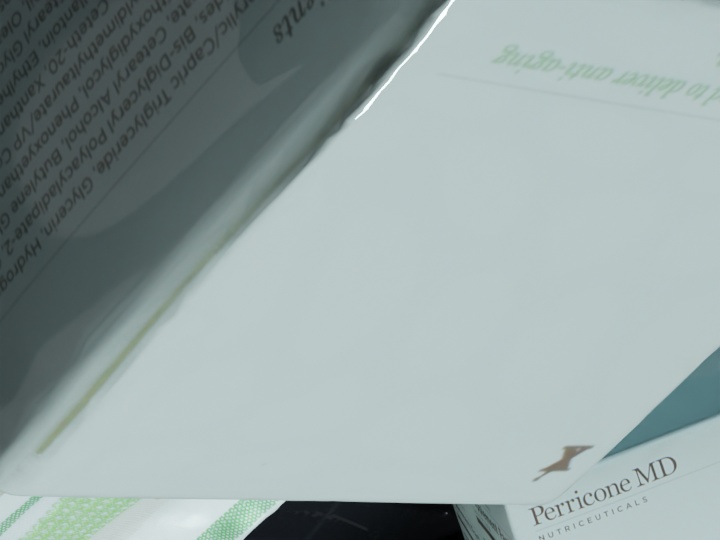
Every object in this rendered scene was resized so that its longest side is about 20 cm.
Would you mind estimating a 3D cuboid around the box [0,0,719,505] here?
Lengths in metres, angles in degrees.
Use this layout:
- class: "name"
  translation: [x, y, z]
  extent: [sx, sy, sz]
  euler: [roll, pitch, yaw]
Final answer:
- class: "box"
  translation: [0.005, -0.061, 0.739]
  extent: [0.199, 0.171, 0.200]
  euler: [6, 139, -44]

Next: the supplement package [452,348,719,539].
- class: "supplement package"
  translation: [0.141, 0.073, 1.052]
  extent: [0.200, 0.111, 0.156]
  euler: [-21, -166, -5]

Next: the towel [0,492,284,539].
- class: "towel"
  translation: [-0.093, 0.065, 1.018]
  extent: [0.149, 0.031, 0.200]
  euler: [-43, 147, 27]
